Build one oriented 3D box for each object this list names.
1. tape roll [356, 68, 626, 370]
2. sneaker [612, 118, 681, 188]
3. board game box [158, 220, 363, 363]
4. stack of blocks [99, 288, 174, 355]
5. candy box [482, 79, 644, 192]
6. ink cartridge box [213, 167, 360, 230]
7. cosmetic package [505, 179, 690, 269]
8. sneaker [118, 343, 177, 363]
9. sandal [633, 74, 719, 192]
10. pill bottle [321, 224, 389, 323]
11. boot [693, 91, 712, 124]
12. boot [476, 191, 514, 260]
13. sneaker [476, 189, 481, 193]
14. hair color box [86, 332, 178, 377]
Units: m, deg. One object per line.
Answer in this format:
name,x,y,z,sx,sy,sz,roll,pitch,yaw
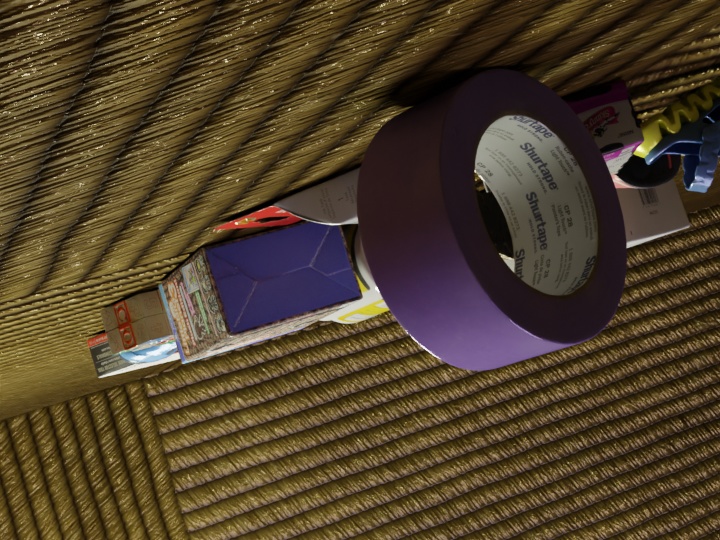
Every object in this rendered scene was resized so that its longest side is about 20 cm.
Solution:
tape roll,0.097,-0.035,0.936,0.085,0.201,0.199,-23,173,43
sneaker,0.245,-0.120,1.405,0.199,0.074,0.087,-7,-176,-18
board game box,-0.114,0.022,1.444,0.159,0.097,0.200,-16,175,-24
stack of blocks,-0.220,0.053,1.630,0.199,0.059,0.115,-13,174,-45
candy box,0.181,-0.111,1.228,0.135,0.061,0.200,-18,176,4
ink cartridge box,-0.014,-0.055,1.236,0.199,0.050,0.161,-22,174,24
cosmetic package,0.275,-0.071,1.667,0.199,0.124,0.199,-23,174,36
sneaker,-0.238,0.068,1.776,0.199,0.066,0.079,-18,164,-7
sandal,0.353,-0.143,1.242,0.199,0.087,0.079,-33,173,1
pill bottle,0.000,0.000,1.528,0.111,0.112,0.200,-15,174,-33
boot,0.428,-0.175,1.390,0.199,0.073,0.144,-15,174,3
boot,0.119,-0.034,1.217,0.174,0.067,0.200,6,175,3
sneaker,0.094,-0.044,1.599,0.076,0.076,0.200,-16,174,-26
hair color box,-0.295,0.102,1.920,0.101,0.062,0.200,-20,176,26
